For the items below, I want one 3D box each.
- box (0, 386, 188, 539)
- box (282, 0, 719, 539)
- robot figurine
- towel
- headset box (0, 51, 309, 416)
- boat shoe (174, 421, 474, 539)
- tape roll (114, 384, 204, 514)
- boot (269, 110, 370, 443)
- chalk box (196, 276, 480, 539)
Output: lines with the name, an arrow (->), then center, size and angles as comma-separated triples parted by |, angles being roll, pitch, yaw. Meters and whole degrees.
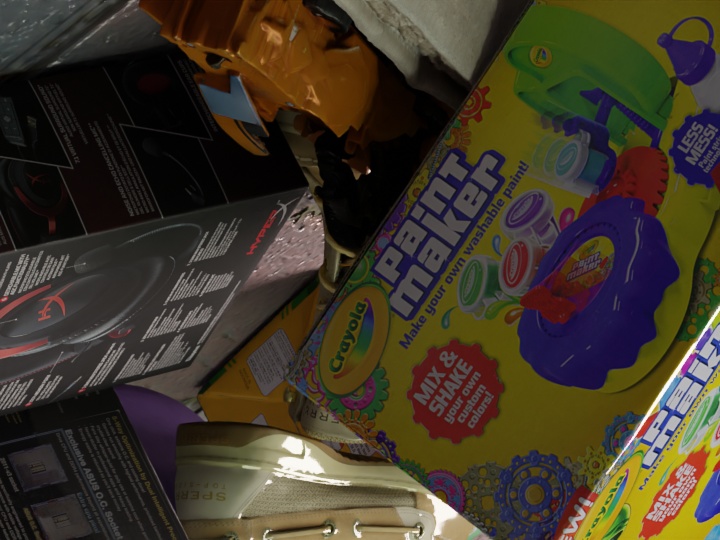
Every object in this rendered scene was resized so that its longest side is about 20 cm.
box -> -0.163, 0.101, 0.944 | 0.157, 0.201, 0.050 | -13, 153, -37
box -> 0.103, 0.002, 0.838 | 0.201, 0.122, 0.192 | -56, 155, 5
robot figurine -> -0.004, -0.093, 0.823 | 0.146, 0.058, 0.200 | -68, 157, -8
towel -> 0.040, -0.132, 0.781 | 0.034, 0.134, 0.200 | 14, 171, 22
headset box -> -0.141, -0.005, 0.896 | 0.199, 0.075, 0.149 | -15, 156, -33
boat shoe -> -0.015, 0.118, 1.065 | 0.073, 0.064, 0.200 | -3, 164, 33
tape roll -> -0.147, 0.152, 1.089 | 0.199, 0.201, 0.085 | -35, 159, 20
boot -> 0.000, 0.000, 0.994 | 0.200, 0.072, 0.157 | 6, 103, -64
chalk box -> 0.035, 0.079, 1.260 | 0.199, 0.125, 0.124 | -6, 152, -47
